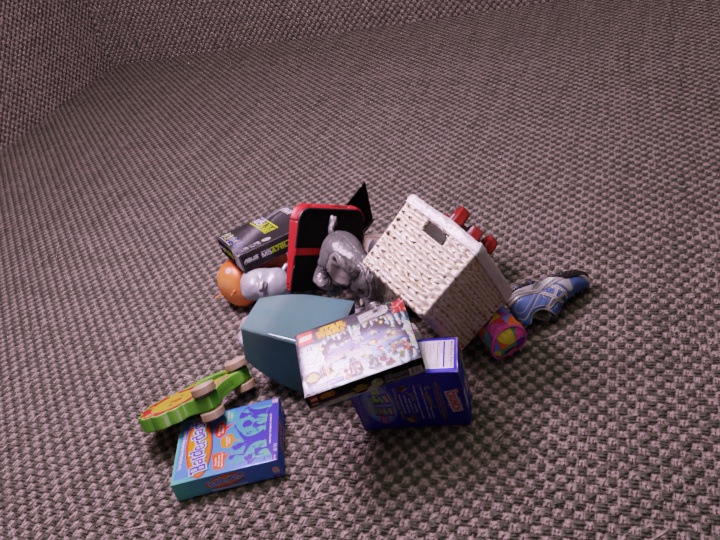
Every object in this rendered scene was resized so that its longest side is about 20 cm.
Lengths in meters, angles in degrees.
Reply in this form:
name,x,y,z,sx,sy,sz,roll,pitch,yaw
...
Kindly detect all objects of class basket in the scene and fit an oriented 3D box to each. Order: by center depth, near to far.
name,x,y,z,sx,sy,sz,roll,pitch,yaw
basket,0.142,0.008,1.293,0.162,0.200,0.198,-49,52,0

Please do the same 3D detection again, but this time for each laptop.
name,x,y,z,sx,sy,sz,roll,pitch,yaw
laptop,-0.065,-0.091,1.642,0.188,0.116,0.198,-52,27,-22

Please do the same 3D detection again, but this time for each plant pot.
name,x,y,z,sx,sy,sz,roll,pitch,yaw
plant pot,-0.123,0.135,1.369,0.195,0.144,0.142,13,41,13

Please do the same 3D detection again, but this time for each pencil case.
name,x,y,z,sx,sy,sz,roll,pitch,yaw
pencil case,0.242,0.087,1.380,0.086,0.090,0.201,-21,35,-8

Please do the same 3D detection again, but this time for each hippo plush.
name,x,y,z,sx,sy,sz,roll,pitch,yaw
hippo plush,-0.193,0.081,1.494,0.196,0.164,0.160,10,41,33

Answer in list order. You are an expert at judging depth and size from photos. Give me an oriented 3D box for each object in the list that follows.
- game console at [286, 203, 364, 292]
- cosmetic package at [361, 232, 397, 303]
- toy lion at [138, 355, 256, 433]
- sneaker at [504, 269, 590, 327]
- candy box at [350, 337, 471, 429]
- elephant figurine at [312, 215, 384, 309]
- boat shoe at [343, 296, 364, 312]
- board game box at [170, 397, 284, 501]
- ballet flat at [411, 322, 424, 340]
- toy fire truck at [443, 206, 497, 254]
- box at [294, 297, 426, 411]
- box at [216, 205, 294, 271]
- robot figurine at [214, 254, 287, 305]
name,x,y,z,sx,sy,sz,roll,pitch,yaw
game console,-0.073,-0.049,1.505,0.197,0.182,0.031,-2,13,-44
cosmetic package,0.067,-0.005,1.524,0.101,0.090,0.200,4,19,-22
toy lion,-0.324,0.248,1.373,0.188,0.070,0.200,-19,8,25
sneaker,0.372,0.055,1.398,0.195,0.076,0.079,-17,72,-18
candy box,0.084,0.196,1.212,0.194,0.171,0.078,-4,48,15
elephant figurine,0.000,0.000,1.417,0.143,0.154,0.199,-57,30,-10
boat shoe,-0.014,0.103,1.478,0.196,0.072,0.070,-21,33,-21
board game box,-0.236,0.320,1.284,0.195,0.046,0.153,-15,34,3
ballet flat,0.090,0.131,1.281,0.070,0.200,0.074,-7,65,16
toy fire truck,0.186,-0.030,1.518,0.169,0.112,0.200,-49,7,-16
box,-0.004,0.133,1.153,0.195,0.040,0.138,-20,42,1
box,-0.209,-0.076,1.592,0.190,0.048,0.199,-28,24,-16
robot figurine,-0.257,0.002,1.670,0.142,0.118,0.200,30,52,19
